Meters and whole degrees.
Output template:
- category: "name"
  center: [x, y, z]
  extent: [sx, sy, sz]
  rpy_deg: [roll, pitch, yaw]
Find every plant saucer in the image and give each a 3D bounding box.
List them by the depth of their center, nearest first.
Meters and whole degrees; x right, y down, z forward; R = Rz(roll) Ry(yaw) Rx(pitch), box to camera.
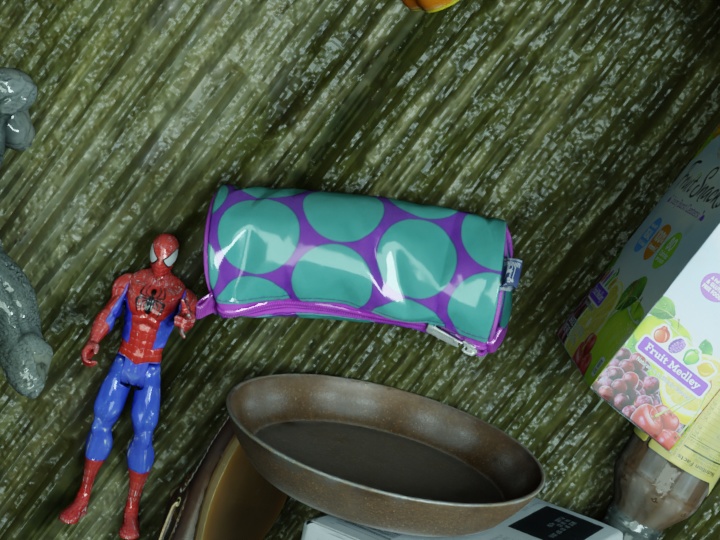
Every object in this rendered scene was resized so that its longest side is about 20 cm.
- category: "plant saucer"
  center: [0.012, 0.113, 0.967]
  extent: [0.198, 0.200, 0.035]
  rpy_deg: [15, 103, 1]

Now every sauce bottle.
- category: "sauce bottle"
  center: [0.205, 0.112, 1.027]
  extent: [0.064, 0.065, 0.201]
  rpy_deg: [31, 99, -2]

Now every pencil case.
- category: "pencil case"
  center: [0.000, 0.000, 1.009]
  extent: [0.198, 0.085, 0.093]
  rpy_deg: [7, 64, 3]

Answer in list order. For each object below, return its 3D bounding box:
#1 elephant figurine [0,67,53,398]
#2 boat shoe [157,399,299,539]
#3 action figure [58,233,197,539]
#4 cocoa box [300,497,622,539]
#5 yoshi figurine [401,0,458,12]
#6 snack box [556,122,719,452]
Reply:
- category: "elephant figurine"
  center: [-0.269, -0.025, 0.990]
  extent: [0.140, 0.155, 0.202]
  rpy_deg: [1, 89, -20]
- category: "boat shoe"
  center: [-0.104, 0.171, 1.044]
  extent: [0.070, 0.070, 0.201]
  rpy_deg: [19, 84, 42]
- category: "action figure"
  center: [-0.149, 0.076, 1.024]
  extent: [0.065, 0.099, 0.202]
  rpy_deg: [14, 95, 0]
- category: "cocoa box"
  center: [0.054, 0.215, 0.960]
  extent: [0.132, 0.200, 0.132]
  rpy_deg: [18, 101, 26]
- category: "yoshi figurine"
  center: [0.027, -0.269, 0.985]
  extent: [0.111, 0.112, 0.201]
  rpy_deg: [-8, 117, 43]
- category: "snack box"
  center: [0.210, -0.007, 0.958]
  extent: [0.068, 0.169, 0.200]
  rpy_deg: [38, 96, -5]
